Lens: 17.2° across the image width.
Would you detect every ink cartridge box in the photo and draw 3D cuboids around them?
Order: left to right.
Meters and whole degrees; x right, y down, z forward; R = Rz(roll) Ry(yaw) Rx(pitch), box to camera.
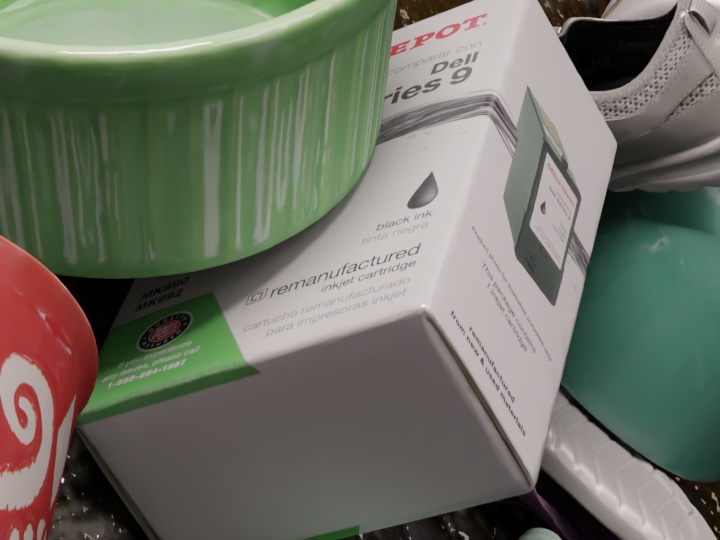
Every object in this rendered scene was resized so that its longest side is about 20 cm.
[{"bbox_3d":[0.000,0.000,0.856,0.084,0.145,0.200,57,30,-27],"label":"ink cartridge box"}]

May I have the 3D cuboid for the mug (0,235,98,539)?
[{"bbox_3d":[-0.133,0.105,0.639,0.177,0.133,0.201,31,45,-29],"label":"mug"}]

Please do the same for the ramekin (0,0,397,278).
[{"bbox_3d":[-0.081,-0.086,0.807,0.199,0.098,0.200,1,38,-1],"label":"ramekin"}]

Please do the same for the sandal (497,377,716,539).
[{"bbox_3d":[0.066,0.071,0.981,0.202,0.050,0.082,41,20,-4],"label":"sandal"}]

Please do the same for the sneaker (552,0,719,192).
[{"bbox_3d":[0.074,-0.069,0.964,0.082,0.199,0.075,53,37,-32],"label":"sneaker"}]

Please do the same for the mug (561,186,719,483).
[{"bbox_3d":[0.147,-0.006,1.049,0.152,0.114,0.185,41,20,-6],"label":"mug"}]

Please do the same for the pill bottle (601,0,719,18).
[{"bbox_3d":[0.190,-0.131,1.228,0.120,0.120,0.200,47,36,-12],"label":"pill bottle"}]

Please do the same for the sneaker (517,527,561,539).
[{"bbox_3d":[0.030,0.134,0.854,0.200,0.074,0.119,41,42,-36],"label":"sneaker"}]
